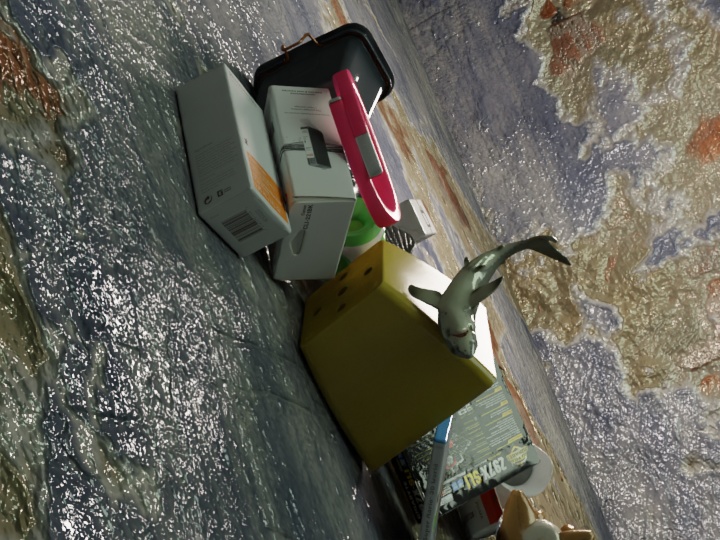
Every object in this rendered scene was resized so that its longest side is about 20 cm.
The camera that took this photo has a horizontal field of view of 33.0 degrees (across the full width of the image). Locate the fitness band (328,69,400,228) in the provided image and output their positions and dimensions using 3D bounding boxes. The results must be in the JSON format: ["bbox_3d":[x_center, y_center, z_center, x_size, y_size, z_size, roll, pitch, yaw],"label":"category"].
[{"bbox_3d":[0.003,-0.151,1.517,0.144,0.037,0.203,40,32,-79],"label":"fitness band"}]

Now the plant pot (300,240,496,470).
[{"bbox_3d":[0.033,0.086,1.520,0.177,0.199,0.201,47,18,-18],"label":"plant pot"}]

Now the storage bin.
[{"bbox_3d":[-0.066,-0.250,1.728,0.146,0.198,0.135,58,23,-26],"label":"storage bin"}]

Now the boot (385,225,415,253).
[{"bbox_3d":[0.032,0.021,1.807,0.067,0.132,0.201,17,26,-14],"label":"boot"}]

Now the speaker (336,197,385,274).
[{"bbox_3d":[0.000,0.000,1.634,0.202,0.087,0.089,81,-2,-45],"label":"speaker"}]

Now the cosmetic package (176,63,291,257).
[{"bbox_3d":[-0.148,-0.129,1.414,0.102,0.071,0.202,48,21,-52],"label":"cosmetic package"}]

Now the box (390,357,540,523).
[{"bbox_3d":[0.131,0.228,1.656,0.049,0.198,0.161,-29,-96,60],"label":"box"}]

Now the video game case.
[{"bbox_3d":[0.090,0.282,1.501,0.143,0.018,0.203,-53,150,-77],"label":"video game case"}]

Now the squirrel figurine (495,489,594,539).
[{"bbox_3d":[0.254,0.467,1.864,0.187,0.140,0.202,95,18,-63],"label":"squirrel figurine"}]

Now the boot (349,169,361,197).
[{"bbox_3d":[-0.023,-0.064,1.786,0.170,0.076,0.200,65,18,13],"label":"boot"}]

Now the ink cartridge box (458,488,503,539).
[{"bbox_3d":[0.157,0.304,1.794,0.200,0.056,0.164,72,-1,-70],"label":"ink cartridge box"}]

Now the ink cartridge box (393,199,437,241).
[{"bbox_3d":[0.058,-0.065,2.032,0.067,0.115,0.200,63,9,2],"label":"ink cartridge box"}]

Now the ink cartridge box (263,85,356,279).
[{"bbox_3d":[-0.073,-0.108,1.509,0.145,0.082,0.202,107,-23,-46],"label":"ink cartridge box"}]

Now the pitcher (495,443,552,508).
[{"bbox_3d":[0.218,0.306,1.974,0.171,0.122,0.200,38,-12,7],"label":"pitcher"}]

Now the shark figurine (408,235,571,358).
[{"bbox_3d":[0.147,0.028,1.452,0.127,0.214,0.090,21,-36,39],"label":"shark figurine"}]
